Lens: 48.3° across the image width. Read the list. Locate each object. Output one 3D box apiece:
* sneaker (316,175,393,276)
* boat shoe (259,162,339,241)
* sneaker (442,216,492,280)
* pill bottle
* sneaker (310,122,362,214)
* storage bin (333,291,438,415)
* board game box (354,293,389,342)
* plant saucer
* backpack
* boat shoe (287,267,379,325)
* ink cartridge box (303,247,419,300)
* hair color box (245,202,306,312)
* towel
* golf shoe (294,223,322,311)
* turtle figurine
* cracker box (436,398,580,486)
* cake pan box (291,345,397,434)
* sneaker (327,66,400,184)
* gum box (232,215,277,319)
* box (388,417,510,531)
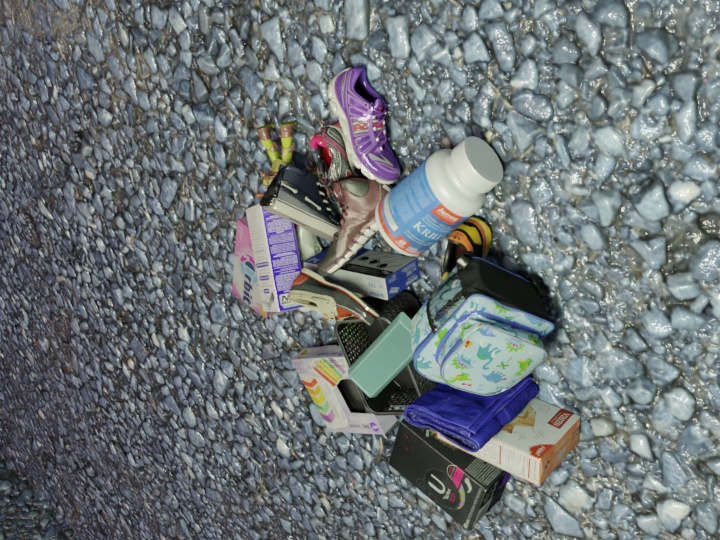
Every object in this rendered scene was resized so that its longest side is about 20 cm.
[{"bbox_3d":[-0.028,-0.092,1.376,0.200,0.076,0.116,-44,100,10],"label":"sneaker"},{"bbox_3d":[-0.079,-0.119,1.448,0.074,0.198,0.094,8,75,58],"label":"boat shoe"},{"bbox_3d":[0.160,0.017,1.299,0.069,0.090,0.203,22,125,35],"label":"sneaker"},{"bbox_3d":[0.122,-0.116,1.242,0.200,0.112,0.113,-39,83,41],"label":"pill bottle"},{"bbox_3d":[-0.037,-0.154,1.415,0.080,0.074,0.203,-5,108,46],"label":"sneaker"},{"bbox_3d":[0.054,0.152,1.453,0.134,0.094,0.202,-8,111,38],"label":"storage bin"},{"bbox_3d":[0.017,0.105,1.539,0.095,0.030,0.202,36,130,23],"label":"board game box"},{"bbox_3d":[0.044,0.152,1.386,0.070,0.019,0.200,43,132,5],"label":"plant saucer"},{"bbox_3d":[0.175,0.101,1.231,0.200,0.181,0.148,-48,32,39],"label":"backpack"},{"bbox_3d":[-0.049,0.057,1.389,0.199,0.063,0.071,25,167,40],"label":"boat shoe"},{"bbox_3d":[0.000,0.000,1.447,0.198,0.094,0.045,11,120,41],"label":"ink cartridge box"},{"bbox_3d":[-0.158,-0.026,1.505,0.109,0.064,0.203,175,86,-67],"label":"hair color box"},{"bbox_3d":[0.182,0.206,1.300,0.146,0.199,0.050,19,121,36],"label":"towel"},{"bbox_3d":[-0.085,-0.011,1.556,0.090,0.075,0.203,8,120,25],"label":"golf shoe"},{"bbox_3d":[-0.151,-0.193,1.515,0.198,0.064,0.164,5,115,43],"label":"turtle figurine"},{"bbox_3d":[0.241,0.257,1.318,0.198,0.133,0.058,19,124,36],"label":"cracker box"},{"bbox_3d":[-0.032,0.241,1.623,0.199,0.052,0.186,-9,114,51],"label":"cake pan box"},{"bbox_3d":[0.015,-0.238,1.318,0.083,0.080,0.202,-23,95,41],"label":"sneaker"},{"bbox_3d":[-0.202,-0.006,1.666,0.113,0.066,0.202,35,132,29],"label":"gum box"},{"bbox_3d":[0.163,0.349,1.466,0.199,0.106,0.124,34,132,28],"label":"box"}]
